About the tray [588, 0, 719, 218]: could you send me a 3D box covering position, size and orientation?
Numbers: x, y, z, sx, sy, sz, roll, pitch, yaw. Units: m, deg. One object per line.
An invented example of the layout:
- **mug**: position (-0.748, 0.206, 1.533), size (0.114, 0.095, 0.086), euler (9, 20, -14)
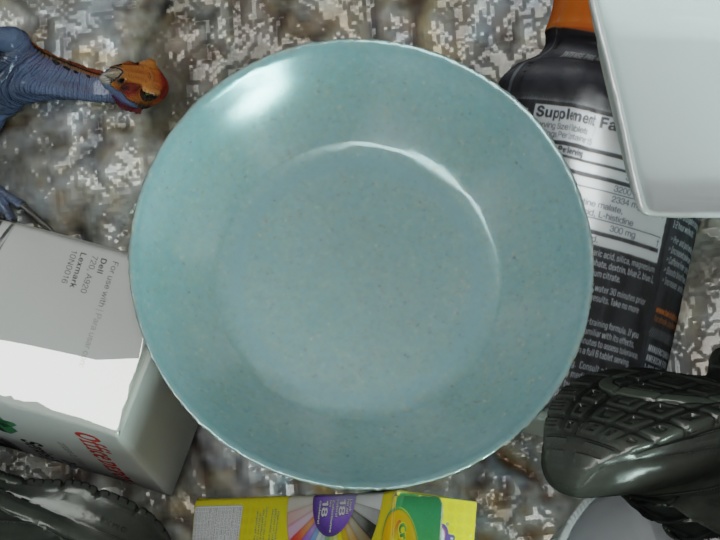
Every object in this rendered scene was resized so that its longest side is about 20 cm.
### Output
- **tray**: position (0.171, -0.073, 1.242), size (0.022, 0.199, 0.108), euler (-21, 76, 43)

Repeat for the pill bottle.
- **pill bottle**: position (0.102, -0.026, 1.267), size (0.106, 0.106, 0.201), euler (12, 83, 10)

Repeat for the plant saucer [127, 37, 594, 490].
- **plant saucer**: position (0.000, 0.000, 1.201), size (0.199, 0.039, 0.202), euler (1, 73, -3)

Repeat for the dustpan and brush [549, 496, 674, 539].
- **dustpan and brush**: position (0.098, 0.164, 1.201), size (0.199, 0.057, 0.140), euler (-13, 76, -37)

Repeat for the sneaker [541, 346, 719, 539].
- **sneaker**: position (0.150, 0.086, 1.207), size (0.076, 0.199, 0.091), euler (16, 105, 41)

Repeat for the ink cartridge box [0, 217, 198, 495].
- **ink cartridge box**: position (-0.174, 0.028, 1.275), size (0.199, 0.146, 0.085), euler (16, 77, 11)

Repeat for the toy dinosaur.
- **toy dinosaur**: position (-0.188, -0.110, 1.336), size (0.180, 0.105, 0.201), euler (-8, 67, -14)

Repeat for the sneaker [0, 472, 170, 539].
- **sneaker**: position (-0.189, 0.126, 1.268), size (0.199, 0.076, 0.091), euler (19, 69, -3)

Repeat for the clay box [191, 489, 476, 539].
- **clay box**: position (-0.011, 0.156, 1.218), size (0.047, 0.200, 0.116), euler (10, 80, -33)
